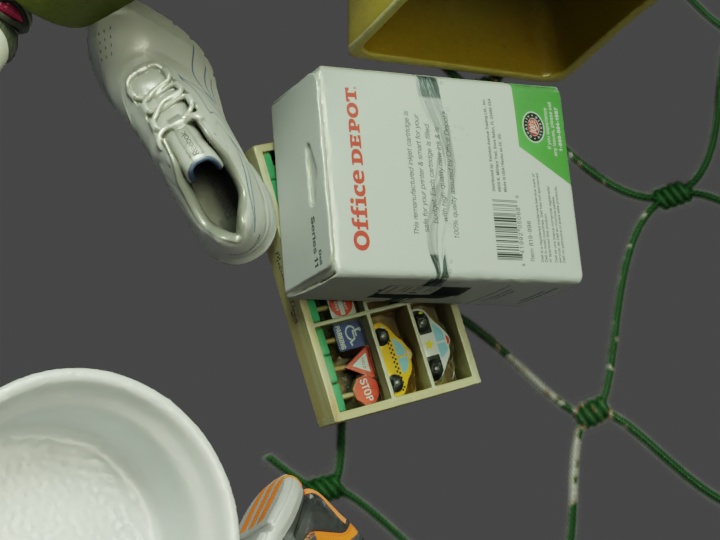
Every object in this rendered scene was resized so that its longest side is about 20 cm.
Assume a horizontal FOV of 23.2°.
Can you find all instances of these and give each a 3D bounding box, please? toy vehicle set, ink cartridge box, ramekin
[{"bbox_3d":[0.000,0.000,1.246,0.123,0.026,0.202,-14,83,-30],"label":"toy vehicle set"},{"bbox_3d":[0.044,-0.055,1.220,0.198,0.083,0.148,3,75,-28],"label":"ink cartridge box"},{"bbox_3d":[-0.182,0.167,1.062,0.199,0.098,0.202,8,73,-26],"label":"ramekin"}]

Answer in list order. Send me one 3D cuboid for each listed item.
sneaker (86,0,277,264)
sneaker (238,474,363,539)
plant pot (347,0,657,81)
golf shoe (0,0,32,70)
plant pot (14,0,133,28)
[{"bbox_3d":[-0.117,-0.098,1.167,0.074,0.087,0.201,-34,91,-2],"label":"sneaker"},{"bbox_3d":[-0.047,0.237,1.122,0.112,0.077,0.201,38,58,-14],"label":"sneaker"},{"bbox_3d":[0.104,-0.279,1.291,0.193,0.195,0.202,4,68,-27],"label":"plant pot"},{"bbox_3d":[-0.307,-0.186,1.108,0.199,0.077,0.089,34,74,-13],"label":"golf shoe"},{"bbox_3d":[-0.149,-0.253,1.085,0.186,0.200,0.188,32,31,-22],"label":"plant pot"}]
